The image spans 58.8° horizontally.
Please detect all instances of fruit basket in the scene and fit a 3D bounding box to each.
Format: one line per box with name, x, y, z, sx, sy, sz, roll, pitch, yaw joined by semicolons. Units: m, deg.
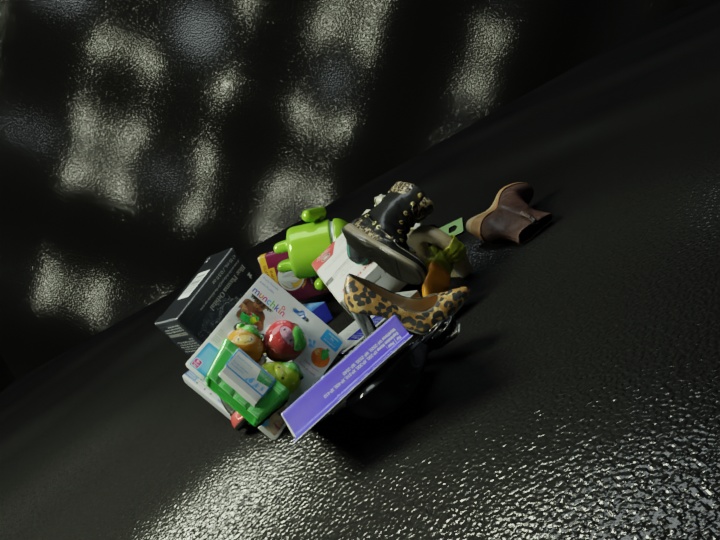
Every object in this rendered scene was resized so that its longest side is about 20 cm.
fruit basket;-0.144;0.129;1.010;0.201;0.184;0.094;-50;-4;-22

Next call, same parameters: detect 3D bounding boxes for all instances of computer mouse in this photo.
computer mouse;0.057;0.144;0.868;0.199;0.053;0.138;-33;-5;-47

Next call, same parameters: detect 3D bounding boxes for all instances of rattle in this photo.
rattle;0.102;-0.009;1.211;0.196;0.129;0.146;18;81;38

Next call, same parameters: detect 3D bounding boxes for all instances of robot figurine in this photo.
robot figurine;-0.094;-0.050;1.436;0.193;0.181;0.116;-11;5;3

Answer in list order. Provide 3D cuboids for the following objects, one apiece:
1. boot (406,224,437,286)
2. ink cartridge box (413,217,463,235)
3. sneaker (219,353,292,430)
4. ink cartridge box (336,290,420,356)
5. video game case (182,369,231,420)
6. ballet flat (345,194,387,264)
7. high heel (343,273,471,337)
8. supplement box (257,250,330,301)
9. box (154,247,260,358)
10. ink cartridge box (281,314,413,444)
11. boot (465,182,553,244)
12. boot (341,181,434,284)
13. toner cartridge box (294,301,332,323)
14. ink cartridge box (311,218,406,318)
boot;0.095;-0.022;1.385;0.136;0.079;0.200;-25;12;36
ink cartridge box;0.152;-0.087;1.558;0.196;0.049;0.146;-28;12;15
sneaker;-0.162;0.171;1.086;0.200;0.098;0.071;-42;-7;-31
ink cartridge box;0.019;0.105;1.136;0.198;0.040;0.098;-36;15;-31
video game case;-0.209;0.186;1.188;0.181;0.023;0.197;-37;38;-30
ballet flat;0.039;-0.100;1.233;0.200;0.074;0.072;-48;20;-22
high heel;0.074;0.035;1.041;0.196;0.145;0.072;-28;13;1
supplement box;-0.138;0.001;1.551;0.194;0.135;0.103;-17;6;-4
box;-0.282;0.099;1.340;0.116;0.201;0.199;-12;36;49
ink cartridge box;-0.017;0.140;0.856;0.197;0.044;0.200;-41;-6;-5
boot;0.326;-0.112;1.285;0.198;0.074;0.165;-33;26;-24
boot;0.076;-0.072;1.125;0.150;0.074;0.198;-44;45;-17
toner cartridge box;-0.152;0.118;1.441;0.094;0.044;0.198;-35;14;-32
ink cartridge box;0.000;0.000;1.297;0.146;0.083;0.200;-43;30;0
